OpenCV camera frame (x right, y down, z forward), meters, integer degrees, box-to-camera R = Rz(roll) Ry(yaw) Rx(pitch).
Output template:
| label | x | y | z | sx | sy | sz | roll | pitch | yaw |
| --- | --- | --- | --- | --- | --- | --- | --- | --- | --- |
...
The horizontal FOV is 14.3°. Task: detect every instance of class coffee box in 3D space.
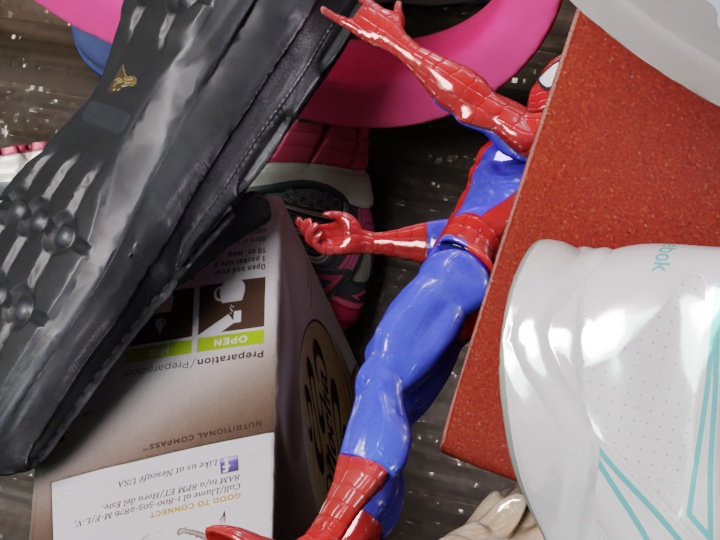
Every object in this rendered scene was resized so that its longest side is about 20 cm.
| label | x | y | z | sx | sy | sz | roll | pitch | yaw |
| --- | --- | --- | --- | --- | --- | --- | --- | --- | --- |
| coffee box | -0.047 | 0.094 | 0.874 | 0.079 | 0.113 | 0.201 | -9 | 51 | 12 |

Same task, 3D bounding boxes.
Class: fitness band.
| label | x | y | z | sx | sy | sz | roll | pitch | yaw |
| --- | --- | --- | --- | --- | --- | --- | --- | --- | --- |
| fitness band | -0.030 | -0.119 | 0.887 | 0.199 | 0.038 | 0.144 | 23 | 127 | -6 |

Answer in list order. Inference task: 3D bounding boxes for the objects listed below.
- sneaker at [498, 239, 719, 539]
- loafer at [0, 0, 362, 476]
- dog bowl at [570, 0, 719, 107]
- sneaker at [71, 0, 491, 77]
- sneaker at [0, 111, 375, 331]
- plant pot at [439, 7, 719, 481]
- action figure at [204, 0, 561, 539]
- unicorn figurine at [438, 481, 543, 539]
| label | x | y | z | sx | sy | sz | roll | pitch | yaw |
| --- | --- | --- | --- | --- | --- | --- | --- | --- | --- |
| sneaker | 0.089 | 0.088 | 0.713 | 0.080 | 0.070 | 0.202 | -4 | 108 | 21 |
| loafer | -0.057 | -0.025 | 0.848 | 0.068 | 0.070 | 0.201 | 24 | 83 | 53 |
| dog bowl | 0.120 | -0.117 | 0.670 | 0.201 | 0.199 | 0.059 | 57 | 144 | 25 |
| sneaker | -0.023 | -0.117 | 0.968 | 0.199 | 0.088 | 0.076 | -17 | 73 | 24 |
| sneaker | -0.090 | -0.009 | 0.982 | 0.199 | 0.080 | 0.075 | -6 | 89 | 27 |
| plant pot | 0.158 | -0.030 | 0.774 | 0.175 | 0.200 | 0.201 | 28 | 137 | 13 |
| action figure | 0.000 | 0.000 | 0.817 | 0.099 | 0.065 | 0.200 | 31 | 63 | 13 |
| unicorn figurine | 0.036 | 0.159 | 0.846 | 0.073 | 0.137 | 0.201 | -4 | 113 | 32 |
